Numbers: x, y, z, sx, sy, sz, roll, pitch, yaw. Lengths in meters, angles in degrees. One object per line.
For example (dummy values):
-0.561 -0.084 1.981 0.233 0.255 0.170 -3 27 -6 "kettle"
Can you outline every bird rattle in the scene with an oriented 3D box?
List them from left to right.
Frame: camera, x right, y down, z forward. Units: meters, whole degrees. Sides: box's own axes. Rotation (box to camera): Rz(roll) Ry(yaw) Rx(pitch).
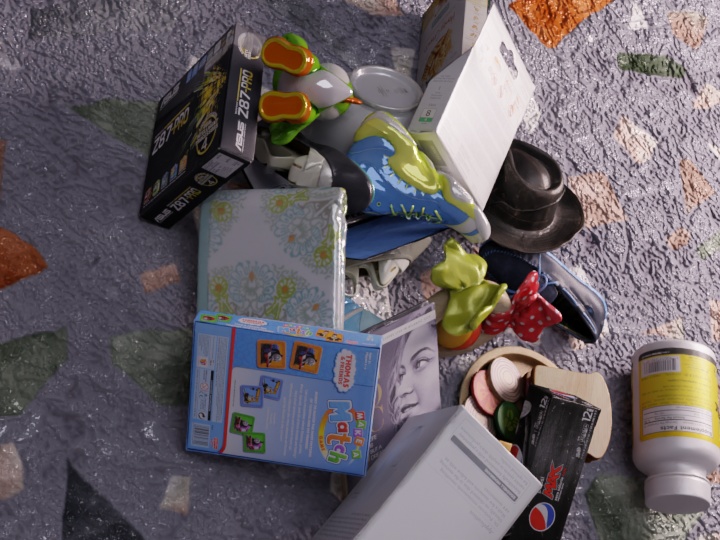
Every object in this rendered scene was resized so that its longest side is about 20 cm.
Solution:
0.134 0.046 1.485 0.199 0.162 0.114 18 43 -55 "bird rattle"

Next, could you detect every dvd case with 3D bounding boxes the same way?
0.032 0.150 1.389 0.147 0.016 0.203 -23 120 -33 "dvd case"

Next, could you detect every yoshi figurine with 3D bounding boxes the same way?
-0.073 -0.206 1.381 0.113 0.112 0.200 54 14 6 "yoshi figurine"

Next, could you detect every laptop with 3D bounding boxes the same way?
-0.012 -0.096 1.477 0.186 0.116 0.202 -20 77 -44 "laptop"

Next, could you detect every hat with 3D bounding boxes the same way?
0.204 -0.116 1.594 0.197 0.082 0.202 6 42 -5 "hat"

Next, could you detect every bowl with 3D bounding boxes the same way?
0.021 -0.189 1.523 0.197 0.091 0.203 11 39 -9 "bowl"

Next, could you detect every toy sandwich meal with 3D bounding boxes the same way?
0.216 0.178 1.513 0.202 0.070 0.209 11 63 -22 "toy sandwich meal"

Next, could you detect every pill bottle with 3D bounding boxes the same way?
0.401 0.200 1.572 0.110 0.111 0.203 16 62 -19 "pill bottle"

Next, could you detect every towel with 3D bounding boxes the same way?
-0.099 0.010 1.371 0.168 0.048 0.204 0 85 13 "towel"

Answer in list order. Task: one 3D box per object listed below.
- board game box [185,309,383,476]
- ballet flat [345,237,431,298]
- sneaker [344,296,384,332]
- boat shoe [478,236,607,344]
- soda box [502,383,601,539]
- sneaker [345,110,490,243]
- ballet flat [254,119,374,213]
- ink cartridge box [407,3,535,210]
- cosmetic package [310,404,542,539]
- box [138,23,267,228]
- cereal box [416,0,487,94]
-0.082 0.130 1.306 0.196 0.154 0.037 8 20 4 "board game box"
0.000 0.000 1.490 0.197 0.067 0.065 -9 73 -22 "ballet flat"
-0.055 0.111 1.412 0.130 0.080 0.200 36 65 10 "sneaker"
0.239 0.025 1.585 0.198 0.084 0.069 26 47 -11 "boat shoe"
0.208 0.240 1.429 0.070 0.063 0.203 15 93 -19 "soda box"
0.056 -0.084 1.434 0.200 0.076 0.105 45 90 -3 "sneaker"
-0.069 -0.119 1.415 0.072 0.074 0.199 -24 44 -32 "ballet flat"
0.140 -0.199 1.521 0.161 0.049 0.202 52 53 -46 "ink cartridge box"
0.058 0.262 1.289 0.123 0.199 0.200 44 74 -3 "cosmetic package"
-0.178 -0.158 1.388 0.049 0.199 0.164 21 60 -28 "box"
0.119 -0.292 1.634 0.039 0.144 0.203 17 60 -18 "cereal box"
